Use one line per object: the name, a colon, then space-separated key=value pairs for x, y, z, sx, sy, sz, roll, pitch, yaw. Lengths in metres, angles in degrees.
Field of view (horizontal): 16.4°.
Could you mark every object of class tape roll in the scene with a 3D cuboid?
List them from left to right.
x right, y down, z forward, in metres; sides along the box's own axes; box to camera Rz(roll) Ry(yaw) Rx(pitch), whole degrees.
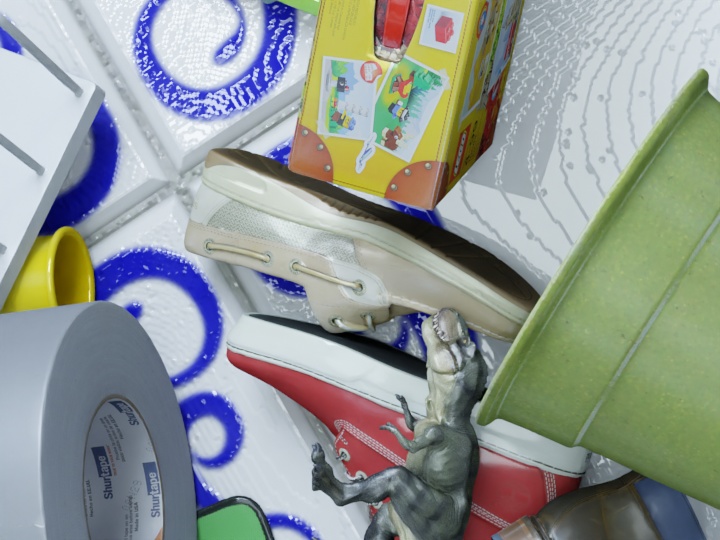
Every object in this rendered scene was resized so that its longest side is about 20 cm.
tape roll: x=-0.148 y=0.118 z=1.264 sx=0.066 sy=0.200 sz=0.202 roll=-7 pitch=91 yaw=17

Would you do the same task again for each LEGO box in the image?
LEGO box: x=0.036 y=-0.149 z=1.214 sx=0.077 sy=0.149 sz=0.201 roll=15 pitch=109 yaw=10

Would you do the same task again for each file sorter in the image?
file sorter: x=-0.253 y=-0.046 z=1.284 sx=0.138 sy=0.125 sz=0.201 roll=21 pitch=80 yaw=25

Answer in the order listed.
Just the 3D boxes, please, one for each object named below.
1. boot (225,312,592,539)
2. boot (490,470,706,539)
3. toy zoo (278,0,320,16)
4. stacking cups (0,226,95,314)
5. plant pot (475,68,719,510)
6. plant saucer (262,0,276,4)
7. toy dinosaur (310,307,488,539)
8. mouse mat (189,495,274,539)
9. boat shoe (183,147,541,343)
boot: x=0.004 y=0.114 z=1.296 sx=0.199 sy=0.072 sz=0.145 roll=24 pitch=99 yaw=8
boot: x=0.156 y=0.190 z=1.255 sx=0.097 sy=0.075 sz=0.201 roll=-33 pitch=105 yaw=-3
toy zoo: x=-0.080 y=-0.223 z=1.293 sx=0.199 sy=0.020 sz=0.132 roll=24 pitch=119 yaw=21
stacking cups: x=-0.246 y=0.017 z=1.358 sx=0.199 sy=0.060 sz=0.061 roll=-7 pitch=91 yaw=15
plant pot: x=0.187 y=0.038 z=1.182 sx=0.189 sy=0.200 sz=0.201 roll=32 pitch=100 yaw=8
plant saucer: x=-0.058 y=-0.243 z=1.296 sx=0.070 sy=0.019 sz=0.201 roll=-17 pitch=98 yaw=34
toy dinosaur: x=0.019 y=0.121 z=1.242 sx=0.087 sy=0.047 sz=0.201 roll=0 pitch=102 yaw=-3
mouse mat: x=-0.091 y=0.239 z=1.356 sx=0.160 sy=0.008 sz=0.201 roll=-23 pitch=87 yaw=13
boat shoe: x=0.000 y=0.000 z=1.291 sx=0.199 sy=0.072 sz=0.065 roll=23 pitch=100 yaw=18
